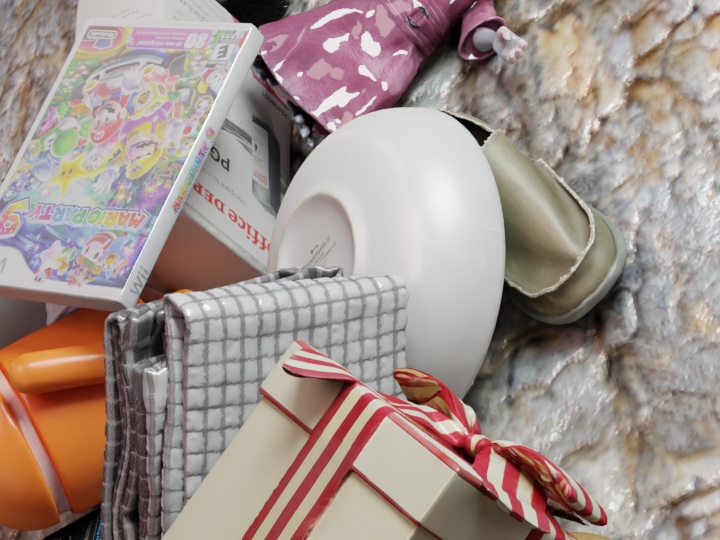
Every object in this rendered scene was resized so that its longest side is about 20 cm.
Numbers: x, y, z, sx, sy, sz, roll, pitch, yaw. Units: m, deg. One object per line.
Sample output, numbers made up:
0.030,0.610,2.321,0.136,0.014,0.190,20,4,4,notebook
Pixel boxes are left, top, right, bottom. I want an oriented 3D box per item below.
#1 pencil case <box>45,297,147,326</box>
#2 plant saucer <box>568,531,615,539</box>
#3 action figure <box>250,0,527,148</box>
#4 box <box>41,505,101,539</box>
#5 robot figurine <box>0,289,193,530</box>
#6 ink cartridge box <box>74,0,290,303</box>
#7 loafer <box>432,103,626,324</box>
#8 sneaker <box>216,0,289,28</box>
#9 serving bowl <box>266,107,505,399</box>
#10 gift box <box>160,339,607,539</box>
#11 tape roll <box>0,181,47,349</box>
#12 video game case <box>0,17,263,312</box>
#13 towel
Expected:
-0.169,-0.028,1.726,0.090,0.083,0.201,-18,48,13,pencil case
0.077,0.222,1.322,0.200,0.035,0.201,-27,45,30,plant saucer
0.033,-0.157,1.630,0.200,0.134,0.149,-37,-5,0,action figure
-0.138,0.212,1.512,0.159,0.046,0.201,-31,32,26,box
-0.177,0.087,1.585,0.199,0.117,0.144,-28,13,-12,robot figurine
-0.118,-0.081,1.661,0.085,0.146,0.201,-23,48,29,ink cartridge box
0.082,-0.036,1.482,0.075,0.070,0.200,-51,38,3,loafer
-0.102,-0.215,1.819,0.199,0.060,0.105,-17,52,31,sneaker
0.000,0.000,1.486,0.200,0.066,0.201,-14,73,54,serving bowl
0.013,0.150,1.261,0.187,0.200,0.184,-53,43,-2,gift box
-0.300,0.025,1.774,0.202,0.139,0.204,-26,47,31,tape roll
-0.155,-0.069,1.558,0.143,0.018,0.201,6,62,37,video game case
-0.061,0.098,1.393,0.085,0.165,0.201,14,108,49,towel
